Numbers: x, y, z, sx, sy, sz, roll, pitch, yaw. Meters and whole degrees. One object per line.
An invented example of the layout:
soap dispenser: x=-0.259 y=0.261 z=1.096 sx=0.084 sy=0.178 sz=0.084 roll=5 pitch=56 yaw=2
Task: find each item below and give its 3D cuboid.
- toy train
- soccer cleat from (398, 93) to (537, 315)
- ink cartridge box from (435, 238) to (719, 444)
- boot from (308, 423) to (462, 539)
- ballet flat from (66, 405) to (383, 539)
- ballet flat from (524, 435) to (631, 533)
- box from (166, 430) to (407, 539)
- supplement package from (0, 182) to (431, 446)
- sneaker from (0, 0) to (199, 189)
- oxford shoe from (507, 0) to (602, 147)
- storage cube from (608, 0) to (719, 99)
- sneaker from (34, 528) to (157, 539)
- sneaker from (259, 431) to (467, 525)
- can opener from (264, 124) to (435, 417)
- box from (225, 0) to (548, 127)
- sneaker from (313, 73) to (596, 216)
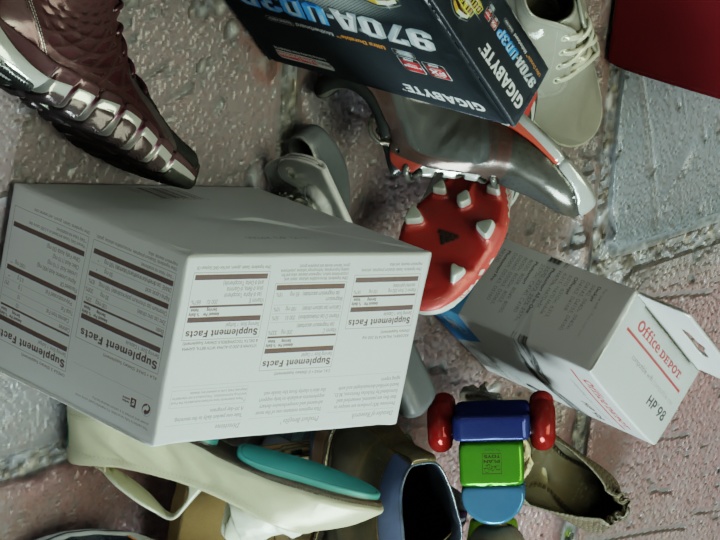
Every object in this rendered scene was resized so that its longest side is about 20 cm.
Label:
toy train: x=0.091 y=0.141 z=1.601 sx=0.200 sy=0.084 sz=0.116 roll=-19 pitch=108 yaw=-86
soccer cleat: x=0.075 y=-0.050 z=1.552 sx=0.085 sy=0.068 sz=0.201 roll=73 pitch=31 yaw=-59
ink cartridge box: x=0.151 y=0.049 z=1.599 sx=0.067 sy=0.200 sz=0.116 roll=-57 pitch=138 yaw=-11
boot: x=0.015 y=0.186 z=1.453 sx=0.074 sy=0.097 sz=0.201 roll=-14 pitch=108 yaw=-27
ballet flat: x=-0.087 y=0.126 z=1.401 sx=0.069 sy=0.199 sz=0.070 roll=22 pitch=90 yaw=-87
ballet flat: x=0.149 y=0.160 z=1.763 sx=0.200 sy=0.046 sz=0.068 roll=33 pitch=81 yaw=-49
box: x=-0.056 y=0.198 z=1.518 sx=0.163 sy=0.021 sz=0.201 roll=-5 pitch=121 yaw=-29
supplement package: x=-0.088 y=0.022 z=1.357 sx=0.200 sy=0.155 sz=0.111 roll=0 pitch=106 yaw=-48
sneaker: x=-0.138 y=-0.131 z=1.302 sx=0.200 sy=0.076 sz=0.116 roll=37 pitch=75 yaw=-48
oxford shoe: x=0.134 y=-0.158 z=1.601 sx=0.075 sy=0.058 sz=0.200 roll=-48 pitch=138 yaw=-26
storage cube: x=0.304 y=-0.216 z=1.667 sx=0.171 sy=0.179 sz=0.201 roll=-13 pitch=117 yaw=-44
sneaker: x=-0.116 y=0.206 z=1.416 sx=0.199 sy=0.079 sz=0.079 roll=12 pitch=92 yaw=-22
sneaker: x=0.017 y=0.120 z=1.584 sx=0.200 sy=0.074 sz=0.088 roll=24 pitch=84 yaw=-49
can opener: x=0.000 y=0.000 z=1.501 sx=0.067 sy=0.053 sz=0.200 roll=-49 pitch=124 yaw=-38
box: x=-0.007 y=-0.165 z=1.331 sx=0.046 sy=0.200 sz=0.159 roll=-57 pitch=139 yaw=-17
sneaker: x=0.057 y=-0.084 z=1.484 sx=0.082 sy=0.200 sz=0.077 roll=-54 pitch=180 yaw=4
